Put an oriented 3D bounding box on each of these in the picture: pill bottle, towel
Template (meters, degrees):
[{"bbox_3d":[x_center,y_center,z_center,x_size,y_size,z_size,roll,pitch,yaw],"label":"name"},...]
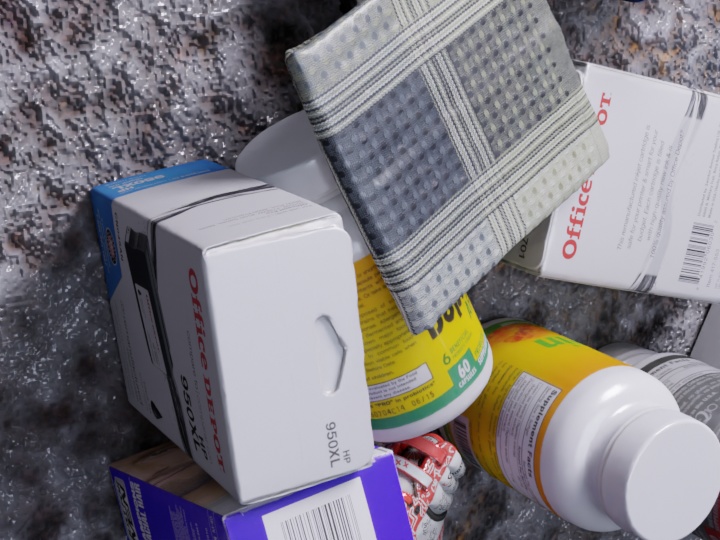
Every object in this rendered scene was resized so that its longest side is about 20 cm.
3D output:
[{"bbox_3d":[0.241,0.126,1.085,0.113,0.200,0.115,-9,108,-29],"label":"pill bottle"},{"bbox_3d":[0.147,0.109,1.024,0.111,0.200,0.112,-9,108,-29],"label":"pill bottle"},{"bbox_3d":[0.057,-0.095,0.909,0.200,0.034,0.193,-40,116,-29],"label":"towel"},{"bbox_3d":[0.000,0.000,0.958,0.113,0.113,0.201,-36,118,-18],"label":"pill bottle"}]

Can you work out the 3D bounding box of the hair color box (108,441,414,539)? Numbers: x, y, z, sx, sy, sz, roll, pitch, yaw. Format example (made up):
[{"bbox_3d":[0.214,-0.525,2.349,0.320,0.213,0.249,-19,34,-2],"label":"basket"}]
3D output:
[{"bbox_3d":[-0.065,0.139,0.901,0.109,0.200,0.065,-18,98,-26],"label":"hair color box"}]

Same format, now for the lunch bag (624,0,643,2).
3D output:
[{"bbox_3d":[0.205,-0.285,0.998,0.136,0.132,0.201,35,85,-17],"label":"lunch bag"}]

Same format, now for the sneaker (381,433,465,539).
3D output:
[{"bbox_3d":[0.008,0.155,0.995,0.201,0.067,0.108,12,99,-65],"label":"sneaker"}]

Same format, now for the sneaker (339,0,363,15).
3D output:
[{"bbox_3d":[0.034,-0.174,0.946,0.090,0.070,0.201,-17,119,-6],"label":"sneaker"}]

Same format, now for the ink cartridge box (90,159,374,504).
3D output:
[{"bbox_3d":[-0.077,0.027,0.862,0.084,0.200,0.145,-15,108,-23],"label":"ink cartridge box"}]

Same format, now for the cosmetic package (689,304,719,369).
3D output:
[{"bbox_3d":[0.292,0.106,1.200,0.082,0.051,0.201,23,91,-31],"label":"cosmetic package"}]

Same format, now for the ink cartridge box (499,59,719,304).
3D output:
[{"bbox_3d":[0.195,-0.062,1.075,0.199,0.086,0.147,8,98,-31],"label":"ink cartridge box"}]
